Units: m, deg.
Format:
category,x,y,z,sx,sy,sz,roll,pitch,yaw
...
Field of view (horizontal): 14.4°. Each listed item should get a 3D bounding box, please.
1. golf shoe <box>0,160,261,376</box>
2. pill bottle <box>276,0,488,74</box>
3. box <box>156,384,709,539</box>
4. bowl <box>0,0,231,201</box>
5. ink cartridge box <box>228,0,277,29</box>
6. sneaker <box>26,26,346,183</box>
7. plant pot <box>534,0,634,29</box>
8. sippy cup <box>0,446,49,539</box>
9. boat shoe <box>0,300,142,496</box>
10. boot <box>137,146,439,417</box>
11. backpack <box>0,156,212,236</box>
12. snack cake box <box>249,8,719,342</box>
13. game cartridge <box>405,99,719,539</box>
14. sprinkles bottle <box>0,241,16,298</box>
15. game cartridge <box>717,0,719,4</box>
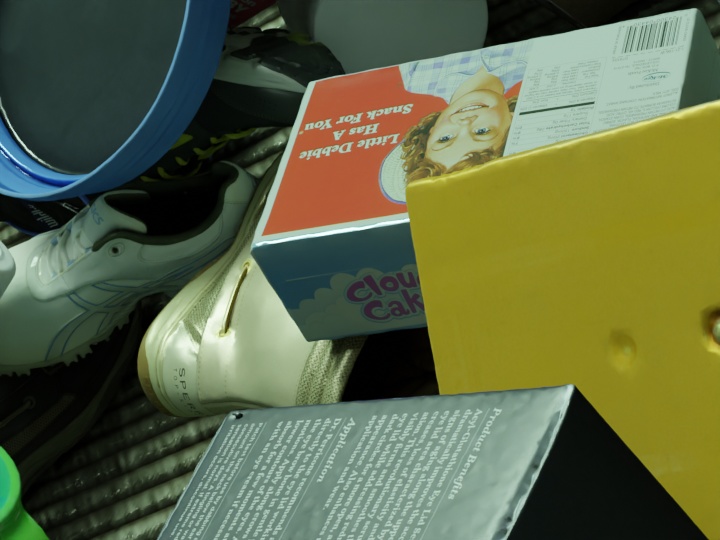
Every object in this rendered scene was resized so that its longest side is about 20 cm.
category,x,y,z,sx,sy,sz,roll,pitch,yaw
golf shoe,-0.137,-0.012,1.472,0.199,0.097,0.079,-18,56,4
pill bottle,0.004,-0.175,1.559,0.116,0.116,0.200,-37,30,10
box,0.032,0.133,1.097,0.199,0.148,0.105,-6,45,45
bowl,-0.143,-0.134,1.439,0.200,0.039,0.202,-8,78,40
ink cartridge box,-0.029,-0.234,1.456,0.199,0.083,0.146,-27,48,41
sneaker,-0.089,-0.083,1.479,0.199,0.085,0.074,9,16,36
plant pot,0.135,-0.228,1.434,0.201,0.186,0.187,-57,29,4
sippy cup,-0.238,0.155,1.391,0.139,0.131,0.178,-11,33,-35
boat shoe,-0.193,0.071,1.522,0.074,0.073,0.200,7,56,54
boot,0.000,0.000,1.385,0.155,0.073,0.200,7,47,48
backpack,-0.182,-0.108,1.638,0.147,0.183,0.200,-47,20,-21
snack cake box,0.062,-0.041,1.269,0.199,0.067,0.115,-8,43,26
game cartridge,0.114,0.031,1.138,0.199,0.032,0.178,-13,85,42
sprinkles bottle,-0.255,0.060,1.455,0.200,0.068,0.068,-55,27,14
game cartridge,0.186,-0.149,1.286,0.040,0.134,0.200,-37,28,-5
